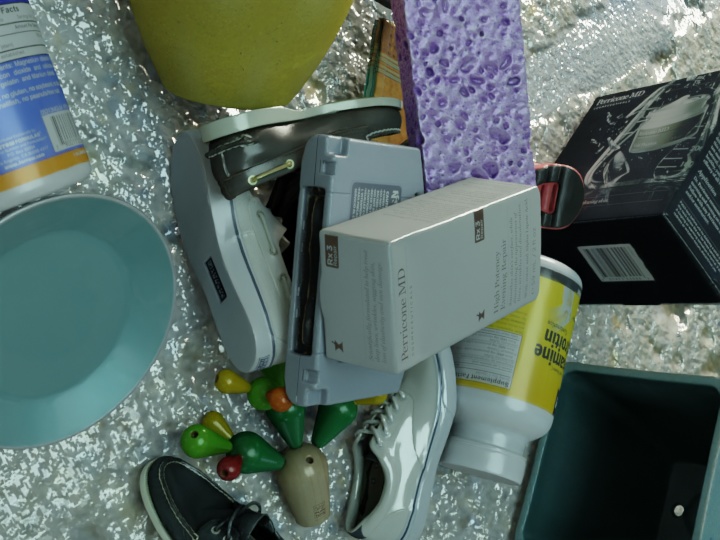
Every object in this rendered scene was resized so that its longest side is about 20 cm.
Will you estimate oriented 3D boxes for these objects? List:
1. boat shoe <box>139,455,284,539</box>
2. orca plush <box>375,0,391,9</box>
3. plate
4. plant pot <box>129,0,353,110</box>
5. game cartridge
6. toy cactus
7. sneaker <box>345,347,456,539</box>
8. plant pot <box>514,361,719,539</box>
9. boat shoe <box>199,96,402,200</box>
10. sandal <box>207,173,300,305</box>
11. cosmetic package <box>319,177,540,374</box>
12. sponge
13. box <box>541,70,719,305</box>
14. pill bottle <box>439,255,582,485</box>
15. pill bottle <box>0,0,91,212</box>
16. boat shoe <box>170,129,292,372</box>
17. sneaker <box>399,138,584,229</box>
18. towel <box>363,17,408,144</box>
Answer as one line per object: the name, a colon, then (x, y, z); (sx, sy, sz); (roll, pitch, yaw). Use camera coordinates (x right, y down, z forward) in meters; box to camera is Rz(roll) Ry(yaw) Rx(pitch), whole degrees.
boat shoe: (-0.089, 0.215, 0.839); (0.200, 0.066, 0.074); (53, 34, 6)
orca plush: (0.011, -0.303, 0.965); (0.199, 0.106, 0.071); (37, 21, 0)
plate: (-0.222, 0.035, 0.781); (0.199, 0.025, 0.202); (-26, 131, -34)
plant pot: (-0.096, -0.206, 0.837); (0.198, 0.200, 0.144); (-4, 115, -34)
game cartridge: (0.000, 0.000, 0.851); (0.133, 0.041, 0.203); (-2, 98, -57)
toy cactus: (-0.048, 0.133, 0.902); (0.199, 0.101, 0.167); (-28, 113, -41)
sneaker: (0.033, 0.144, 0.960); (0.070, 0.073, 0.203); (16, 79, -36)
plant pot: (0.304, 0.224, 1.082); (0.199, 0.194, 0.199); (30, 71, -40)
boat shoe: (-0.039, -0.100, 0.865); (0.200, 0.071, 0.061); (-16, 93, -42)
sandal: (-0.053, -0.034, 0.923); (0.075, 0.048, 0.202); (42, 65, -26)
cosmetic package: (0.059, -0.002, 0.836); (0.199, 0.073, 0.103); (-25, 117, -47)
sponge: (0.090, -0.141, 0.919); (0.110, 0.030, 0.203); (-14, 106, -22)
box: (0.292, -0.078, 1.073); (0.124, 0.199, 0.197); (48, 63, -23)
pill bottle: (0.133, 0.090, 1.007); (0.111, 0.112, 0.202); (23, 75, -31)
pill bottle: (-0.269, -0.140, 0.741); (0.111, 0.112, 0.202); (-26, 102, -32)
boat shoe: (-0.092, -0.021, 0.862); (0.069, 0.071, 0.202); (-11, 71, -36)
sneaker: (0.107, -0.078, 1.005); (0.198, 0.087, 0.075); (10, 96, -27)
towel: (0.044, -0.110, 0.994); (0.146, 0.022, 0.203); (21, 74, -49)
